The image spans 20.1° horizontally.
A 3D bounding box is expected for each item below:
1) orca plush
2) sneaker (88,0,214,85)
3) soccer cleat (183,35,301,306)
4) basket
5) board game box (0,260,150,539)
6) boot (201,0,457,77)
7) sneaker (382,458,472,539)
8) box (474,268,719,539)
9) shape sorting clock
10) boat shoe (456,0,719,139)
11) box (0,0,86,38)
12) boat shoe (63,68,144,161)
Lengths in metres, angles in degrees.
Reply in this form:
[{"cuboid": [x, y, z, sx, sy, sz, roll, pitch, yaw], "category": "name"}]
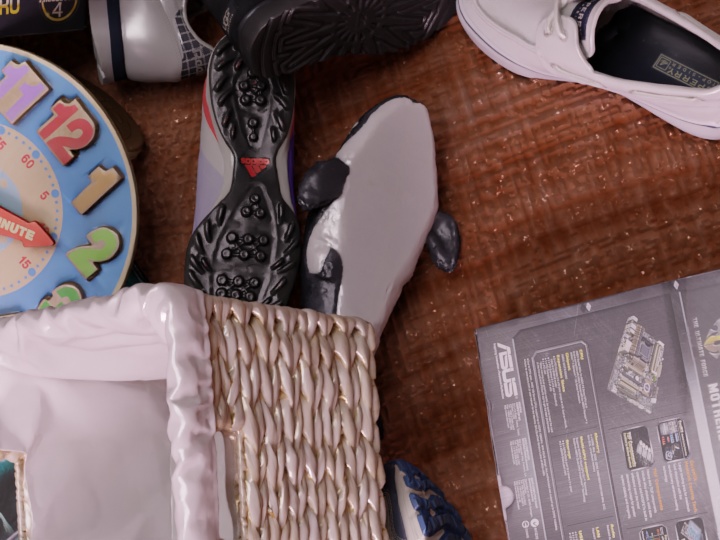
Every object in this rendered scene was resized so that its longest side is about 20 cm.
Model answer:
[{"cuboid": [0.000, 0.000, 1.198, 0.104, 0.071, 0.202, 2, 79, -26], "category": "orca plush"}, {"cuboid": [-0.133, -0.210, 1.308, 0.080, 0.076, 0.202, -4, 70, -1], "category": "sneaker"}, {"cuboid": [-0.070, -0.040, 1.221, 0.068, 0.073, 0.202, 3, 77, -5], "category": "soccer cleat"}, {"cuboid": [-0.100, 0.118, 1.072, 0.199, 0.160, 0.200, -11, 79, 44], "category": "basket"}, {"cuboid": [-0.198, 0.082, 1.244, 0.200, 0.028, 0.136, -40, 63, 3], "category": "board game box"}, {"cuboid": [-0.053, -0.211, 1.245, 0.164, 0.066, 0.200, -15, 49, -34], "category": "boot"}, {"cuboid": [0.023, 0.201, 1.099, 0.085, 0.077, 0.201, -19, 66, 17], "category": "sneaker"}, {"cuboid": [0.154, 0.111, 1.095, 0.157, 0.048, 0.201, -14, 68, 14], "category": "box"}, {"cuboid": [-0.230, -0.036, 1.224, 0.198, 0.039, 0.202, 0, 93, 7], "category": "shape sorting clock"}, {"cuboid": [0.140, -0.141, 1.178, 0.199, 0.065, 0.074, 21, 80, 25], "category": "boat shoe"}, {"cuboid": [-0.293, -0.180, 1.272, 0.199, 0.161, 0.050, 19, 114, 42], "category": "box"}, {"cuboid": [-0.230, -0.098, 1.306, 0.199, 0.072, 0.072, 24, 112, 15], "category": "boat shoe"}]
